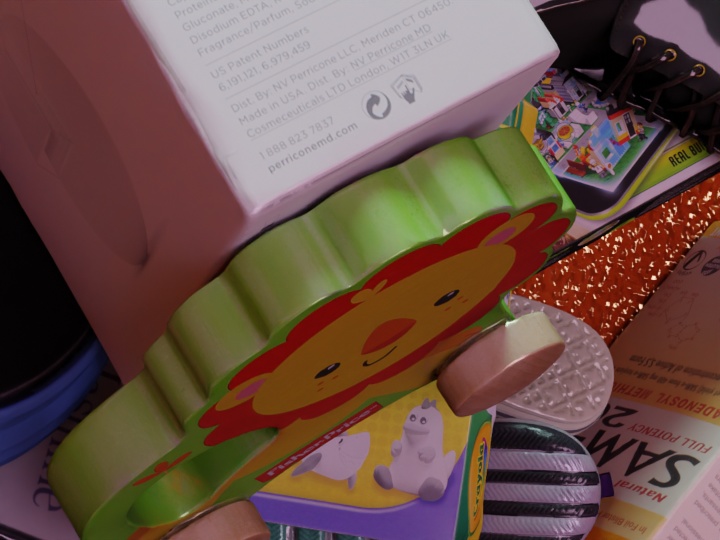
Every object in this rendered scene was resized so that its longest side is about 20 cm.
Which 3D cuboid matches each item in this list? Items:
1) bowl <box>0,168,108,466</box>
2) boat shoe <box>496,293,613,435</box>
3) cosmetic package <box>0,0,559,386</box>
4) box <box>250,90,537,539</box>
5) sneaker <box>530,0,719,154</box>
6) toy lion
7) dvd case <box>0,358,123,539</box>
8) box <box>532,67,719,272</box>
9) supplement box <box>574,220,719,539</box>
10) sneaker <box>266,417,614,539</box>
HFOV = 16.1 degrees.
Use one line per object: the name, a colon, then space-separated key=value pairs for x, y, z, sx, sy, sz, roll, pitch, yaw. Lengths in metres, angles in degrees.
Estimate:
bowl: x=-0.175 y=-0.021 z=0.916 sx=0.200 sy=0.039 sz=0.201 roll=13 pitch=57 yaw=-20
boat shoe: x=0.008 y=0.020 z=1.056 sx=0.200 sy=0.062 sz=0.075 roll=23 pitch=67 yaw=-12
cosmetic package: x=-0.060 y=-0.094 z=0.849 sx=0.123 sy=0.199 sz=0.200 roll=-29 pitch=82 yaw=-23
box: x=0.000 y=0.000 z=0.972 sx=0.117 sy=0.048 sz=0.201 roll=7 pitch=86 yaw=14
sneaker: x=0.121 y=-0.084 z=1.023 sx=0.200 sy=0.075 sz=0.106 roll=-13 pitch=77 yaw=-21
toy lion: x=-0.018 y=0.027 z=0.831 sx=0.200 sy=0.192 sz=0.069 roll=-33 pitch=75 yaw=5
dvd case: x=-0.164 y=0.022 z=0.933 sx=0.200 sy=0.018 sz=0.143 roll=23 pitch=53 yaw=-14
box: x=0.086 y=-0.068 z=1.067 sx=0.200 sy=0.035 sz=0.110 roll=-28 pitch=81 yaw=-28
supplement box: x=0.149 y=0.076 z=1.097 sx=0.200 sy=0.126 sz=0.074 roll=-49 pitch=115 yaw=-15
sneaker: x=0.002 y=0.089 z=1.033 sx=0.199 sy=0.088 sz=0.075 roll=6 pitch=87 yaw=15
